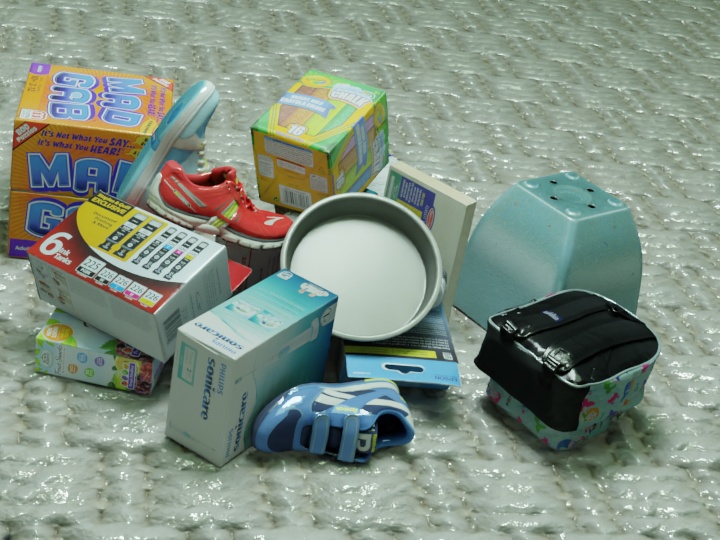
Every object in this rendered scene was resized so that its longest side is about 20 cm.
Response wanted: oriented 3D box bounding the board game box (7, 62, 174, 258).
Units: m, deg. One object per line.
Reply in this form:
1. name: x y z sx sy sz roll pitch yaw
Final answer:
1. board game box: -0.364 -0.143 1.819 0.199 0.201 0.200 5 29 -10

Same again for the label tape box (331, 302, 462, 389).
1. label tape box: 0.040 0.102 1.667 0.143 0.066 0.200 4 32 -9

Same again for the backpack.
1. backpack: 0.259 0.113 1.632 0.199 0.151 0.177 -23 45 -35

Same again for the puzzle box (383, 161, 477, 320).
1. puzzle box: 0.077 -0.029 1.771 0.133 0.201 0.025 31 34 30

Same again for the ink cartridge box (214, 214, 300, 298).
1. ink cartridge box: -0.129 -0.006 1.743 0.199 0.116 0.068 -5 32 -28

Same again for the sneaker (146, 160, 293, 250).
1. sneaker: -0.160 -0.083 1.632 0.199 0.085 0.077 15 14 -33

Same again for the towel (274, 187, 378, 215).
1. towel: -0.048 -0.085 1.886 0.200 0.147 0.022 29 49 30

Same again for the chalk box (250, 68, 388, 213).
1. chalk box: -0.040 -0.180 1.788 0.124 0.124 0.200 18 46 23

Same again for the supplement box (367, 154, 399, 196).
1. supplement box: 0.045 -0.079 1.949 0.103 0.102 0.200 -9 34 -31

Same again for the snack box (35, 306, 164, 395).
1. snack box: -0.295 0.063 1.626 0.142 0.053 0.200 10 30 3

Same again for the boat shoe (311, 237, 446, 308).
1. boat shoe: 0.015 -0.007 1.713 0.199 0.072 0.068 12 29 4

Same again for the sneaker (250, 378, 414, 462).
1. sneaker: -0.027 0.174 1.506 0.199 0.074 0.082 -9 38 -28

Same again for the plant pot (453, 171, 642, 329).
1. plant pot: 0.265 -0.019 1.820 0.196 0.201 0.196 -13 36 -37

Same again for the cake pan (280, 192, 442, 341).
1. cake pan: 0.000 0.000 1.638 0.199 0.037 0.201 3 64 -6

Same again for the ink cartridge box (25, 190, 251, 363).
1. ink cartridge box: -0.257 -0.010 1.580 0.199 0.084 0.176 23 49 25

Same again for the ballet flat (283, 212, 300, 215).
1. ballet flat: -0.076 -0.041 1.862 0.199 0.069 0.068 16 4 13

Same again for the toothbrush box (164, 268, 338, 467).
1. toothbrush box: -0.122 0.107 1.516 0.085 0.147 0.200 25 33 23

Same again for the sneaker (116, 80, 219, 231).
1. sneaker: -0.205 -0.134 1.684 0.130 0.200 0.080 32 22 -18
